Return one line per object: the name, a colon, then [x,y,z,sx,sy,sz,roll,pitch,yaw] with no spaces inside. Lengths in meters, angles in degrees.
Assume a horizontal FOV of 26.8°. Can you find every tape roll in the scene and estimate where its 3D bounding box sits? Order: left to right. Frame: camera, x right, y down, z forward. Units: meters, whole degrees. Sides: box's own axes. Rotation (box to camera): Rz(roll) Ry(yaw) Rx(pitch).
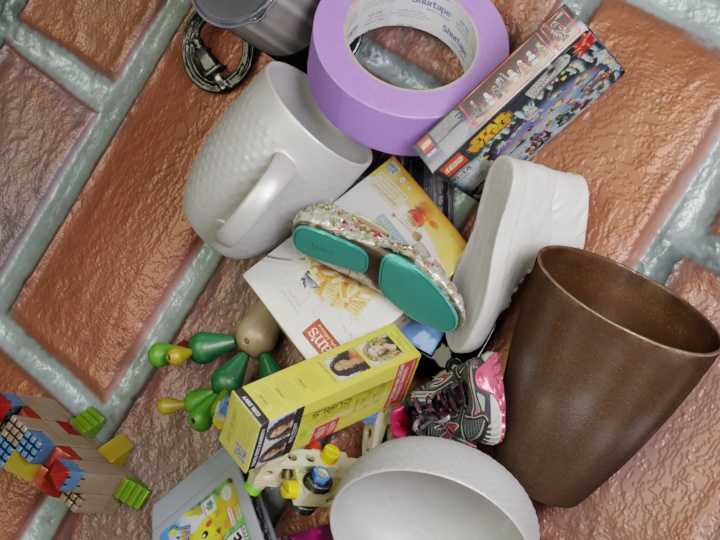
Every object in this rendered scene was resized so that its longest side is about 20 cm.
tape roll: [0.047,-0.215,1.523,0.198,0.066,0.202,4,58,-6]

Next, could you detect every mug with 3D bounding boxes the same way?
mug: [-0.100,-0.092,1.543,0.147,0.200,0.175,40,111,-12]

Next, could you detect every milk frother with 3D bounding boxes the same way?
milk frother: [-0.130,-0.272,1.611,0.200,0.188,0.181,-48,64,10]

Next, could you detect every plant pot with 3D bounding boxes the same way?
plant pot: [0.206,0.111,1.395,0.186,0.186,0.202,34,112,27]

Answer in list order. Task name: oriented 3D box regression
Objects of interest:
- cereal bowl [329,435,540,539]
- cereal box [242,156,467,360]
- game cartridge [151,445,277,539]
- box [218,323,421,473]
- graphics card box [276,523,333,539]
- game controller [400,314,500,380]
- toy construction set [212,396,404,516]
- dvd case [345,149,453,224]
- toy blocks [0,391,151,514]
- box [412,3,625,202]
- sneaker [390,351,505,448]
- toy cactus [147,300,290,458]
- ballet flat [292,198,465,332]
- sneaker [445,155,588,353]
cereal bowl: [0.074,0.225,1.400,0.198,0.201,0.084,-5,37,25]
cereal box: [0.000,0.000,1.522,0.199,0.040,0.144,-39,68,-4]
game cartridge: [-0.151,0.283,1.554,0.133,0.040,0.201,-43,40,14]
box: [-0.037,0.120,1.436,0.050,0.199,0.076,46,137,28]
graphics card box: [-0.054,0.326,1.512,0.198,0.051,0.126,-18,48,21]
game controller: [0.044,0.035,1.539,0.199,0.042,0.105,29,95,19]
toy construction set: [-0.040,0.175,1.500,0.093,0.198,0.132,108,150,-41]
dvd case: [0.005,-0.075,1.604,0.198,0.016,0.151,-4,80,25]
toy blocks: [-0.342,0.198,1.653,0.199,0.136,0.100,37,97,27]
box: [0.157,-0.158,1.477,0.200,0.137,0.040,-43,65,13]
sneaker: [0.085,0.132,1.416,0.074,0.200,0.082,2,68,-14]
toy cactus: [-0.124,0.105,1.604,0.199,0.102,0.166,22,71,30]
ballet flat: [0.026,-0.014,1.468,0.199,0.064,0.076,30,136,12]
sneaker: [0.160,-0.006,1.470,0.074,0.114,0.202,47,124,55]
